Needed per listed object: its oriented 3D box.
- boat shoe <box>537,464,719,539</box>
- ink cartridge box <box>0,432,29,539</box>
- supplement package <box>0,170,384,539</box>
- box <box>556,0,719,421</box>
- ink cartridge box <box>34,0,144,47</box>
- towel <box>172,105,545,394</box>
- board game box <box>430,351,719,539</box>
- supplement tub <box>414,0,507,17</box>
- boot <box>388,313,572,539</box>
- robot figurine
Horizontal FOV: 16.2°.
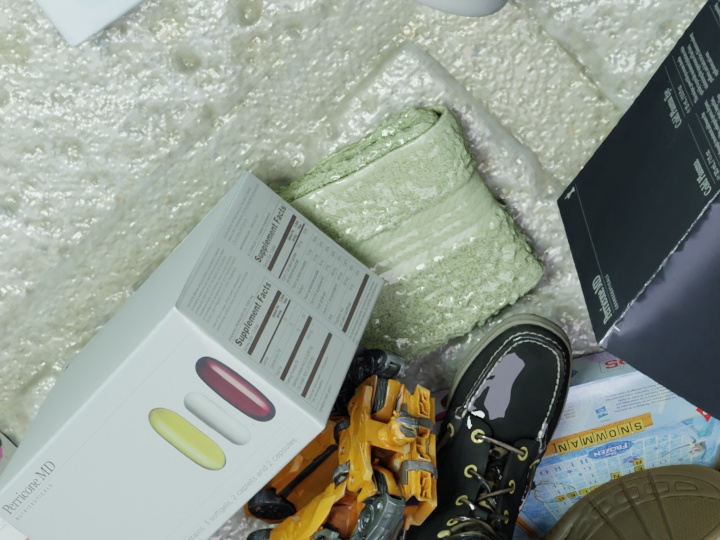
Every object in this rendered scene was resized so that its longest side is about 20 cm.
[{"bbox_3d":[0.149,0.188,1.576,0.199,0.072,0.065,-32,147,8],"label":"boat shoe"},{"bbox_3d":[-0.281,0.137,1.583,0.116,0.068,0.200,-38,111,14],"label":"ink cartridge box"},{"bbox_3d":[-0.102,0.072,1.480,0.111,0.156,0.200,38,123,-10],"label":"supplement package"},{"bbox_3d":[0.214,-0.044,1.440,0.104,0.200,0.183,32,111,-16],"label":"box"},{"bbox_3d":[-0.156,-0.250,1.420,0.159,0.047,0.200,-32,113,13],"label":"ink cartridge box"},{"bbox_3d":[0.000,0.000,1.544,0.199,0.037,0.149,-29,113,11],"label":"towel"},{"bbox_3d":[0.159,0.150,1.612,0.198,0.041,0.201,-13,113,6],"label":"board game box"},{"bbox_3d":[0.065,-0.253,1.379,0.131,0.132,0.201,24,113,-12],"label":"supplement tub"},{"bbox_3d":[0.072,0.139,1.501,0.073,0.151,0.201,25,112,-11],"label":"boot"},{"bbox_3d":[-0.014,0.133,1.525,0.058,0.146,0.200,16,146,-26],"label":"robot figurine"}]
